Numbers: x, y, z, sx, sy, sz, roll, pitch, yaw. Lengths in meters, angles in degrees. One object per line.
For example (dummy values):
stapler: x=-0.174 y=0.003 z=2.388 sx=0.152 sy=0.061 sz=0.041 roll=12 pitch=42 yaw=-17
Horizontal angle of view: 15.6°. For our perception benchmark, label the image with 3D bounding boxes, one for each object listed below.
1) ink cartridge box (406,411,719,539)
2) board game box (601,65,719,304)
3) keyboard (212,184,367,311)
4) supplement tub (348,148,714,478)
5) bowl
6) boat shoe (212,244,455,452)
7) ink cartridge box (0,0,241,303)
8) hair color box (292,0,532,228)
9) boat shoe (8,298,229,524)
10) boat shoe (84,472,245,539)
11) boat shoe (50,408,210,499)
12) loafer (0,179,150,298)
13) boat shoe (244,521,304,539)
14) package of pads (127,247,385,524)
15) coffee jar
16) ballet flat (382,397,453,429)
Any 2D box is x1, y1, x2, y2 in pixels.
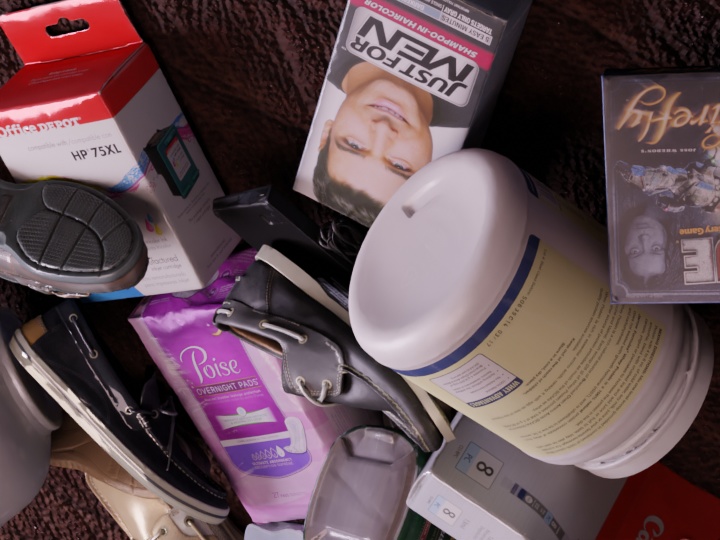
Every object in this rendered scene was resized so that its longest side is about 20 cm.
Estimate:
ink cartridge box: x=0.149 y=0.143 z=1.701 sx=0.199 sy=0.160 sz=0.047 roll=33 pitch=136 yaw=3
board game box: x=0.241 y=-0.051 z=1.506 sx=0.199 sy=0.035 sz=0.136 roll=-2 pitch=101 yaw=11
keyboard: x=0.000 y=0.000 z=1.742 sx=0.200 sy=0.040 sz=0.104 roll=40 pitch=155 yaw=-29
supplement tub: x=0.107 y=0.031 z=1.614 sx=0.200 sy=0.146 sz=0.145 roll=33 pitch=140 yaw=-31
bowl: x=-0.272 y=0.087 z=1.861 sx=0.090 sy=0.201 sz=0.202 roll=-27 pitch=113 yaw=5
boat shoe: x=-0.016 y=0.063 z=1.678 sx=0.200 sy=0.068 sz=0.072 roll=38 pitch=169 yaw=35
ink cartridge box: x=-0.176 y=-0.081 z=1.776 sx=0.116 sy=0.067 sz=0.201 roll=-7 pitch=121 yaw=36
hair color box: x=0.033 y=-0.115 z=1.632 sx=0.099 sy=0.061 sz=0.201 roll=27 pitch=135 yaw=9
boat shoe: x=-0.157 y=0.099 z=1.832 sx=0.062 sy=0.075 sz=0.200 roll=-44 pitch=101 yaw=-1
boat shoe: x=-0.135 y=0.210 z=1.987 sx=0.200 sy=0.065 sz=0.072 roll=43 pitch=134 yaw=-7
boat shoe: x=-0.198 y=0.117 z=1.949 sx=0.199 sy=0.065 sz=0.072 roll=21 pitch=90 yaw=29
loafer: x=-0.216 y=-0.020 z=1.766 sx=0.199 sy=0.072 sz=0.063 roll=15 pitch=153 yaw=32
boat shoe: x=-0.015 y=0.213 z=1.872 sx=0.202 sy=0.086 sz=0.075 roll=179 pitch=84 yaw=-71
package of pads: x=-0.062 y=0.084 z=1.836 sx=0.120 sy=0.076 sz=0.201 roll=-11 pitch=118 yaw=37
coffee jar: x=0.050 y=0.183 z=1.777 sx=0.085 sy=0.105 sz=0.200 roll=9 pitch=164 yaw=36
ballet flat: x=0.046 y=0.078 z=1.751 sx=0.200 sy=0.046 sz=0.068 roll=93 pitch=156 yaw=-63
